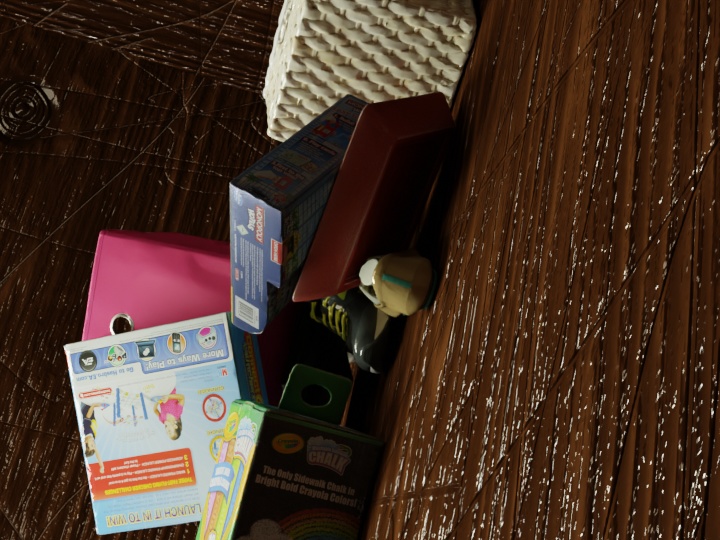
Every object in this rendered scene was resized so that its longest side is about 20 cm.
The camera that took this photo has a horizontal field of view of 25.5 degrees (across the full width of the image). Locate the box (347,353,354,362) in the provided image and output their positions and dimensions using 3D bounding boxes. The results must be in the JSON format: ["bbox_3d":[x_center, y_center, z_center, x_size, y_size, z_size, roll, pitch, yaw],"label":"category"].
[{"bbox_3d":[-0.013,-0.003,1.893,0.095,0.077,0.202,122,163,-70],"label":"box"}]

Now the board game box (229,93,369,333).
[{"bbox_3d":[-0.044,-0.062,1.509,0.200,0.061,0.201,-49,-22,-34],"label":"board game box"}]

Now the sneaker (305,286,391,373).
[{"bbox_3d":[-0.015,0.046,1.631,0.200,0.083,0.075,-102,17,-68],"label":"sneaker"}]

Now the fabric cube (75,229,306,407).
[{"bbox_3d":[-0.168,0.069,1.737,0.200,0.197,0.199,-1,-79,-69],"label":"fabric cube"}]

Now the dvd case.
[{"bbox_3d":[-0.046,0.123,1.766,0.201,0.017,0.144,77,-156,-51],"label":"dvd case"}]

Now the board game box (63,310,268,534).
[{"bbox_3d":[-0.188,0.153,1.606,0.056,0.198,0.199,-7,-94,-66],"label":"board game box"}]

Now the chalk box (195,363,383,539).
[{"bbox_3d":[-0.064,0.191,1.485,0.124,0.123,0.203,180,107,-71],"label":"chalk box"}]

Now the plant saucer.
[{"bbox_3d":[0.023,-0.067,1.530,0.200,0.036,0.202,-23,-43,-65],"label":"plant saucer"}]

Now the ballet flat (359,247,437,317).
[{"bbox_3d":[0.029,0.005,1.484,0.200,0.062,0.070,152,134,-84],"label":"ballet flat"}]

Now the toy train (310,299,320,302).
[{"bbox_3d":[-0.004,-0.036,1.641,0.200,0.046,0.034,-41,-31,-33],"label":"toy train"}]

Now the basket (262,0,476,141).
[{"bbox_3d":[0.010,-0.227,1.702,0.161,0.197,0.200,-97,23,-63],"label":"basket"}]

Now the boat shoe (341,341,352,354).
[{"bbox_3d":[0.000,0.000,1.773,0.076,0.071,0.202,114,170,-59],"label":"boat shoe"}]
